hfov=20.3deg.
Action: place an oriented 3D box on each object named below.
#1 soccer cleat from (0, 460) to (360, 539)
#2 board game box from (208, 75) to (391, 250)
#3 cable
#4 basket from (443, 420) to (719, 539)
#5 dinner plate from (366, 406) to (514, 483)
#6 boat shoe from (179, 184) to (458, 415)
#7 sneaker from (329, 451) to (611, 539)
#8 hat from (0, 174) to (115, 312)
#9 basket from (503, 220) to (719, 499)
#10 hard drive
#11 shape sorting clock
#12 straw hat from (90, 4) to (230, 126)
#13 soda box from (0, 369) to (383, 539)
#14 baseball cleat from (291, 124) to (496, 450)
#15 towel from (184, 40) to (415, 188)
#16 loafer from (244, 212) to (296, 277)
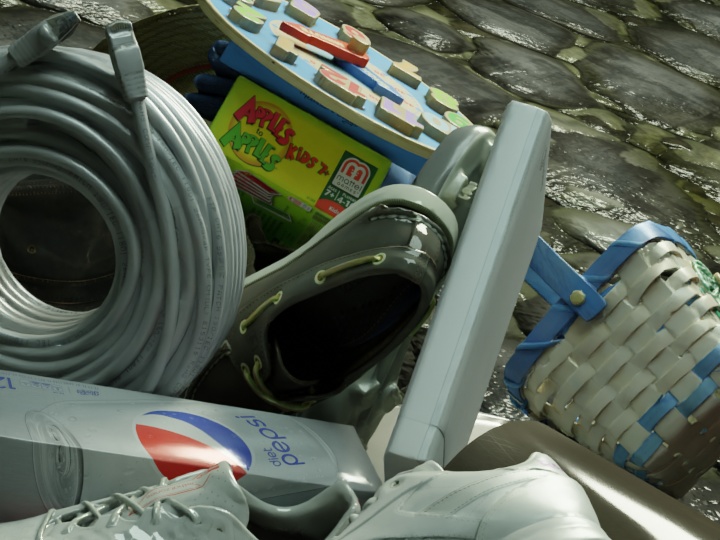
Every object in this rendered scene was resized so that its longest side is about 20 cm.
[{"bbox_3d":[-0.091,0.121,0.891,0.199,0.085,0.069,9,24,-26],"label":"soccer cleat"},{"bbox_3d":[-0.050,-0.053,1.230,0.101,0.048,0.200,30,-12,-4],"label":"board game box"},{"bbox_3d":[-0.156,-0.013,0.999,0.199,0.201,0.069,-21,6,18],"label":"cable"},{"bbox_3d":[0.125,0.164,0.923,0.200,0.136,0.180,33,4,40],"label":"basket"},{"bbox_3d":[0.086,0.123,1.125,0.199,0.024,0.200,17,23,-7],"label":"dinner plate"},{"bbox_3d":[-0.030,0.034,1.028,0.072,0.202,0.060,38,35,-18],"label":"boat shoe"},{"bbox_3d":[0.011,0.140,0.865,0.199,0.075,0.100,-19,37,0],"label":"sneaker"},{"bbox_3d":[-0.165,-0.040,1.133,0.200,0.081,0.201,2,41,-2],"label":"hat"},{"bbox_3d":[0.142,0.032,1.193,0.200,0.139,0.176,41,1,21],"label":"basket"},{"bbox_3d":[0.055,0.032,1.026,0.027,0.132,0.201,16,64,10],"label":"hard drive"},{"bbox_3d":[-0.008,-0.121,1.196,0.200,0.039,0.200,28,20,-11],"label":"shape sorting clock"},{"bbox_3d":[-0.102,-0.102,1.384,0.200,0.201,0.085,4,67,-35],"label":"straw hat"},{"bbox_3d":[-0.093,0.103,0.956,0.199,0.068,0.063,12,24,-22],"label":"soda box"},{"bbox_3d":[0.000,0.000,1.106,0.106,0.201,0.070,25,-3,29],"label":"baseball cleat"},{"bbox_3d":[-0.022,-0.072,1.318,0.111,0.049,0.200,19,-16,40],"label":"towel"},{"bbox_3d":[-0.087,-0.004,1.208,0.199,0.068,0.076,18,21,-5],"label":"loafer"}]
